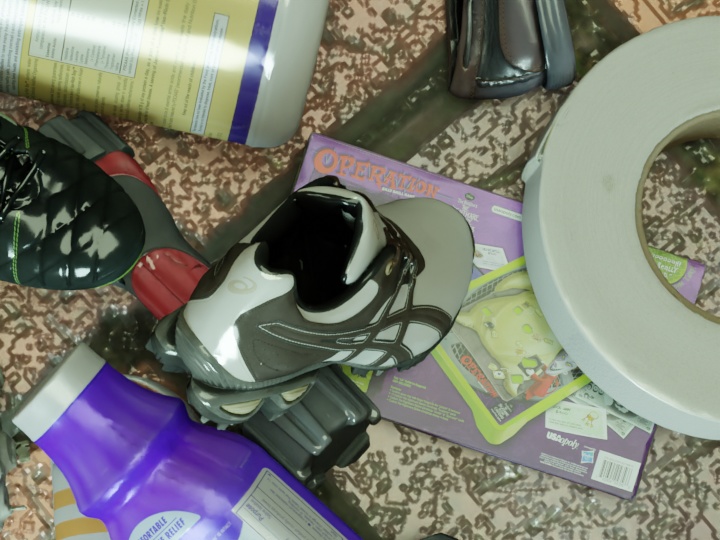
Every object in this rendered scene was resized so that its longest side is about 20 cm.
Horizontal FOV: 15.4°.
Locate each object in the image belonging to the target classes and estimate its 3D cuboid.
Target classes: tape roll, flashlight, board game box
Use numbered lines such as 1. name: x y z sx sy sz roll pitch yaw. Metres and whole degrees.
1. tape roll: 0.174 -0.020 1.252 0.202 0.037 0.203 3 74 -10
2. flashlight: -0.079 0.014 1.209 0.200 0.068 0.068 44 54 17
3. board game box: 0.052 0.022 1.264 0.200 0.032 0.120 19 87 -3

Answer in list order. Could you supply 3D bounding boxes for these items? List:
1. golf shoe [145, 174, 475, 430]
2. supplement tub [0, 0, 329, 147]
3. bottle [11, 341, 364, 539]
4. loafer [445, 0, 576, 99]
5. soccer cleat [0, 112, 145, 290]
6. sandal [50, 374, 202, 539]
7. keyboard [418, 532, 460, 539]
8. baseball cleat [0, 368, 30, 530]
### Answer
1. golf shoe: 0.000 0.000 1.160 0.078 0.095 0.200 44 39 13
2. supplement tub: -0.113 -0.143 1.203 0.200 0.145 0.146 12 85 -4
3. bottle: -0.064 0.114 1.170 0.200 0.065 0.084 43 122 -6
4. loafer: 0.050 -0.178 1.259 0.063 0.072 0.200 -14 90 -1
5. soccer cleat: -0.186 -0.053 1.165 0.200 0.081 0.068 28 76 14
6. sandal: -0.098 0.150 1.226 0.079 0.059 0.207 -5 86 -5
7. keyboard: -0.028 0.210 1.228 0.200 0.021 0.127 -20 105 -15
8. baseball cleat: -0.219 0.032 1.228 0.106 0.070 0.200 -13 77 0
